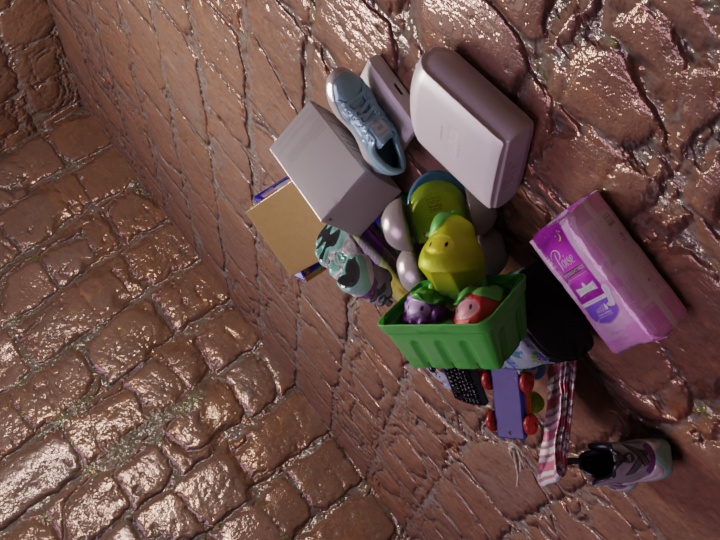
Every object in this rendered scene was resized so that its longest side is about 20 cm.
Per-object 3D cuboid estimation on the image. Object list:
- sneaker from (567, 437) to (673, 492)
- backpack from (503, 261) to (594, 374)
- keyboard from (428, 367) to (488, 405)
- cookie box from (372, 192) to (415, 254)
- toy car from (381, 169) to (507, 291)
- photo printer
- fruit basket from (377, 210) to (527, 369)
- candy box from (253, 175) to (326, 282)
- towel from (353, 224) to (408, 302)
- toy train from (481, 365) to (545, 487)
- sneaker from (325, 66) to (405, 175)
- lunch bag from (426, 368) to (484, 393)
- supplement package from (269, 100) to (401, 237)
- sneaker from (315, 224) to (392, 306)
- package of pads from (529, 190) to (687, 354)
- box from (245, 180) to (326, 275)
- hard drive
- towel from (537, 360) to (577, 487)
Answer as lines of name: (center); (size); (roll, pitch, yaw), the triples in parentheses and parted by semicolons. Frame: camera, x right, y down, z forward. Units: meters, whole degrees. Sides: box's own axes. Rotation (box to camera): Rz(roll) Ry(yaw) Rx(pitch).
sneaker: (0.375, 0.299, 1.413); (0.200, 0.138, 0.079); (117, 151, -63)
backpack: (0.242, 0.078, 1.418); (0.164, 0.153, 0.200); (55, 174, -9)
keyboard: (0.137, 0.142, 1.498); (0.104, 0.040, 0.202); (6, 124, 50)
cookie box: (0.018, -0.113, 1.734); (0.200, 0.075, 0.172); (43, 158, 32)
toy car: (0.132, -0.069, 1.437); (0.151, 0.173, 0.201); (-88, -19, -52)
photo printer: (0.144, -0.203, 1.265); (0.200, 0.069, 0.167); (48, 160, 23)
fruit basket: (0.130, 0.027, 1.306); (0.214, 0.155, 0.217); (22, 131, 27)
candy box: (-0.101, -0.105, 1.905); (0.201, 0.168, 0.077); (63, 164, -22)
towel: (0.039, -0.022, 1.691); (0.200, 0.023, 0.144); (48, 161, 14)
toy train: (0.268, 0.240, 1.510); (0.084, 0.115, 0.202); (0, 103, 35)
sneaker: (0.020, -0.236, 1.452); (0.082, 0.074, 0.201); (26, 156, 54)
lunch bag: (0.166, 0.104, 1.606); (0.200, 0.160, 0.076); (50, 165, -4)
supplement package: (-0.045, -0.178, 1.606); (0.119, 0.121, 0.201); (21, -152, -53)
sneaker: (0.000, 0.000, 1.654); (0.139, 0.078, 0.201); (33, -160, -38)
package of pads: (0.318, 0.007, 1.174); (0.201, 0.075, 0.121); (54, 159, 5)
box: (-0.125, -0.086, 1.785); (0.199, 0.021, 0.164); (-25, 103, 49)
hard drive: (0.036, -0.258, 1.517); (0.132, 0.026, 0.200); (55, 162, 4)
towel: (0.308, 0.237, 1.447); (0.030, 0.202, 0.147); (9, 161, 4)
